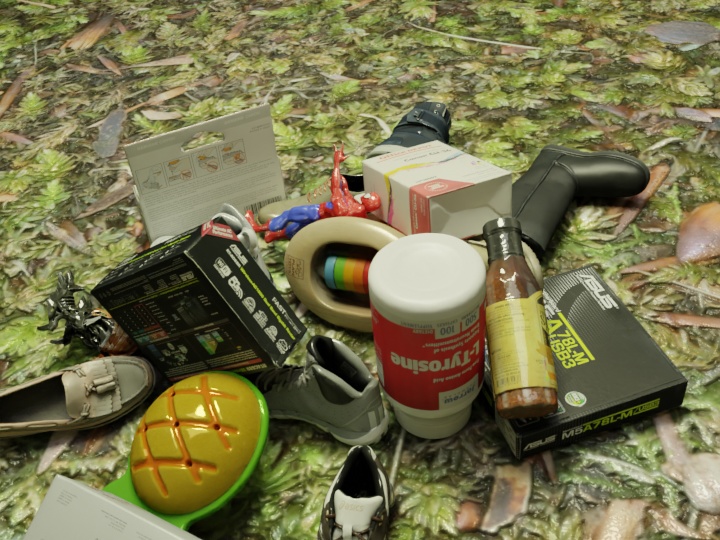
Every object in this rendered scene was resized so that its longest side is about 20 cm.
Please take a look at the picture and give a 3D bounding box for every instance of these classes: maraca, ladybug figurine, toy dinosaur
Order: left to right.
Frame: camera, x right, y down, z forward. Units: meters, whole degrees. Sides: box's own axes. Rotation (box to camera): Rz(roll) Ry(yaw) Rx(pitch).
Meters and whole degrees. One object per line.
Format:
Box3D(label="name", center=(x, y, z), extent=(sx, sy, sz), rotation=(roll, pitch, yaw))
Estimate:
Box3D(label="toy dinosaur", center=(-0.294, 0.067, 0.961), extent=(0.135, 0.103, 0.200), rotation=(24, 43, 10))
Box3D(label="maraca", center=(-0.171, 0.186, 0.798), extent=(0.136, 0.107, 0.201), rotation=(24, 68, 32))
Box3D(label="ladybug figurine", center=(0.000, 0.000, 0.977), extent=(0.198, 0.137, 0.072), rotation=(13, 21, 25))

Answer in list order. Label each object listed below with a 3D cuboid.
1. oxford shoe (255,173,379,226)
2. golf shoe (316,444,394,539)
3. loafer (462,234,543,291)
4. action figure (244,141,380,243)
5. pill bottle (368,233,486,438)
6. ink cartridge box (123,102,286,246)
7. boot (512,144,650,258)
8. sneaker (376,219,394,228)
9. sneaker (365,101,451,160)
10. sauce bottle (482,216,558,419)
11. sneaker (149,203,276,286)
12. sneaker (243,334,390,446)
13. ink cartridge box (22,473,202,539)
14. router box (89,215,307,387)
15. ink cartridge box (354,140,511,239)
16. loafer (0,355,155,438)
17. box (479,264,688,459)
Box3D(label="oxford shoe", center=(-0.049, -0.100, 1.131), extent=(0.198, 0.074, 0.071), rotation=(-12, 43, -6))
Box3D(label="golf shoe", center=(-0.013, 0.245, 0.715), extent=(0.077, 0.095, 0.201), rotation=(1, 43, 6))
Box3D(label="loafer", center=(0.129, -0.003, 0.947), extent=(0.068, 0.076, 0.199), rotation=(-28, 25, -23))
Box3D(label="action figure", center=(-0.055, -0.095, 1.035), extent=(0.199, 0.065, 0.100), rotation=(-5, 76, 37))
Box3D(label="pill bottle", center=(0.069, 0.072, 0.821), extent=(0.111, 0.201, 0.113), rotation=(-4, 40, 3))
Box3D(label="ink cartridge box", center=(-0.206, -0.130, 1.107), extent=(0.198, 0.177, 0.045), rotation=(-20, 42, -16))
Box3D(label="boot", center=(0.269, -0.088, 1.083), extent=(0.164, 0.066, 0.200), rotation=(13, 40, 33))
Box3D(label="sneaker", center=(0.054, -0.054, 1.065), extent=(0.198, 0.078, 0.073), rotation=(-10, 40, -3))
Box3D(label="sneaker", center=(0.127, -0.180, 1.200), extent=(0.201, 0.077, 0.146), rotation=(18, 49, 27))
Box3D(label="sauce bottle", center=(0.154, 0.044, 0.822), extent=(0.065, 0.066, 0.202), rotation=(-4, 69, 2))
Box3D(label="sneaker", center=(-0.195, -0.032, 1.039), extent=(0.199, 0.116, 0.075), rotation=(21, 47, 28))
Box3D(label="sneaker", center=(-0.062, 0.105, 0.865), extent=(0.198, 0.116, 0.075), rotation=(13, 44, 20))
Box3D(label="ink cartridge box", center=(-0.199, 0.292, 0.671), extent=(0.198, 0.084, 0.177), rotation=(17, 72, 25))
Box3D(label="router box", center=(-0.172, 0.041, 0.861), extent=(0.199, 0.150, 0.062), rotation=(-16, 26, 43))
Box3D(label="ink cartridge box", center=(0.078, -0.101, 0.992), extent=(0.116, 0.068, 0.200), rotation=(-17, 28, -22))
Box3D(label="loafer", center=(-0.322, 0.140, 0.882), extent=(0.198, 0.063, 0.073), rotation=(-15, 81, -3))
Box3D(label="box", center=(0.215, 0.092, 0.898), extent=(0.191, 0.048, 0.201), rotation=(-17, 41, -7))
